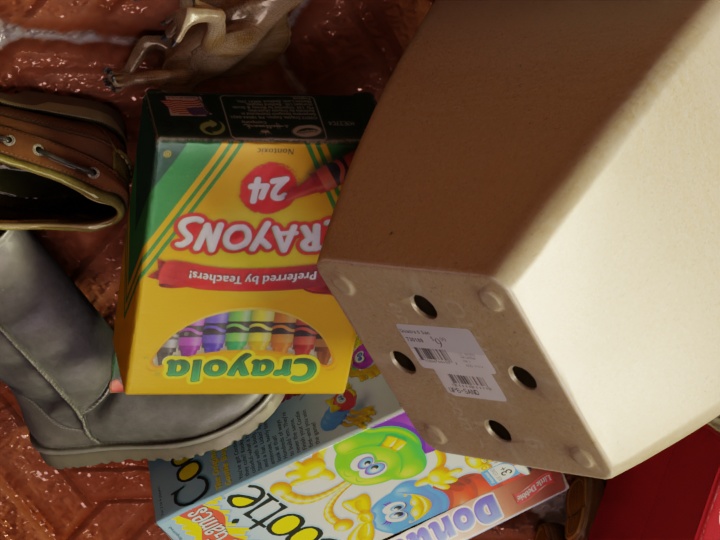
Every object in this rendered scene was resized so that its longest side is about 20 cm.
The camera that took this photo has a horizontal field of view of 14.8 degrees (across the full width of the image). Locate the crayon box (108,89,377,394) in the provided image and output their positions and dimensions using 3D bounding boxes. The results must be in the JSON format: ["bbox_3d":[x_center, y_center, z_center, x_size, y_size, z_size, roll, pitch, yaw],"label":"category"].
[{"bbox_3d":[-0.062,0.000,1.488,0.127,0.051,0.200,-1,127,-14],"label":"crayon box"}]

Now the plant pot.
[{"bbox_3d":[0.100,-0.008,1.391,0.200,0.177,0.200,6,137,47],"label":"plant pot"}]

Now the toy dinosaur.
[{"bbox_3d":[-0.070,-0.129,1.455,0.101,0.058,0.200,13,140,-45],"label":"toy dinosaur"}]

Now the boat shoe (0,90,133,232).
[{"bbox_3d":[-0.219,-0.059,1.469,0.200,0.068,0.072,0,137,-11],"label":"boat shoe"}]

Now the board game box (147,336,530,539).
[{"bbox_3d":[-0.017,0.098,1.652,0.200,0.105,0.103,-25,136,14],"label":"board game box"}]

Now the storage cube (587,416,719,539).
[{"bbox_3d":[0.244,0.190,1.694,0.200,0.171,0.180,18,95,-15],"label":"storage cube"}]

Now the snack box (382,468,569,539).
[{"bbox_3d":[0.032,0.170,1.713,0.200,0.024,0.072,-23,175,-27],"label":"snack box"}]

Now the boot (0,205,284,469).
[{"bbox_3d":[-0.157,0.029,1.574,0.182,0.073,0.200,-16,131,14],"label":"boot"}]

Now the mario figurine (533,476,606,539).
[{"bbox_3d":[0.216,0.189,1.839,0.200,0.106,0.123,20,165,-17],"label":"mario figurine"}]
